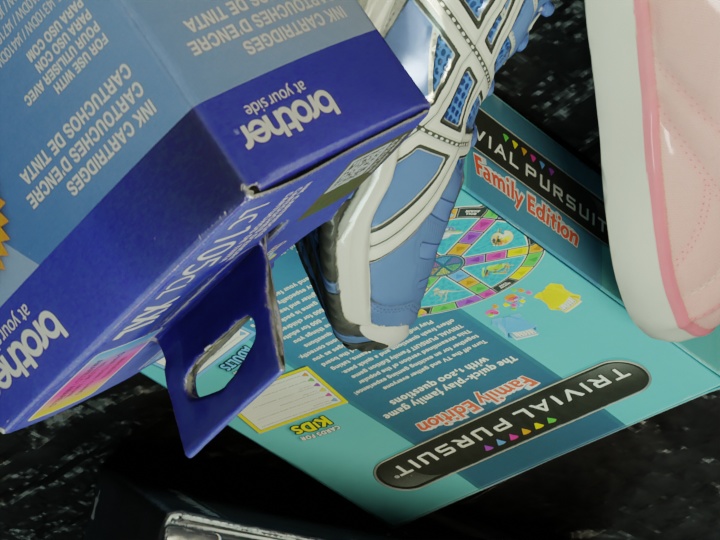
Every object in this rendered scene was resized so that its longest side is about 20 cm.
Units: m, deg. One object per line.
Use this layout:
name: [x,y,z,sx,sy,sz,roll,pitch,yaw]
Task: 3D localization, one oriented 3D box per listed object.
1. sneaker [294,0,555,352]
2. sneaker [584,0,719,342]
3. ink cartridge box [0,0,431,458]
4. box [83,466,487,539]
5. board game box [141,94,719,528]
sneaker: [0.018,-0.065,0.792,0.077,0.076,0.200,-5,123,-16]
sneaker: [0.123,-0.048,0.842,0.105,0.075,0.200,2,140,12]
ink cartridge box: [-0.074,-0.052,0.759,0.200,0.076,0.136,54,135,7]
box: [0.002,0.149,1.017,0.196,0.124,0.200,14,178,-11]
board game box: [0.000,0.000,0.945,0.151,0.047,0.200,-26,135,35]
